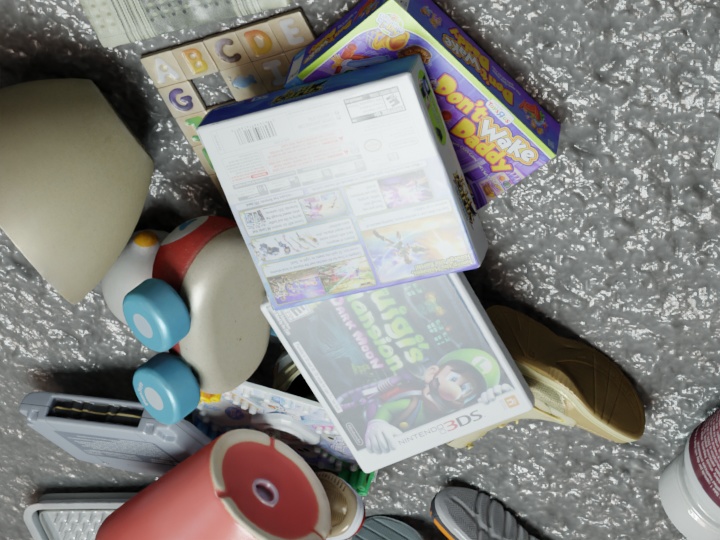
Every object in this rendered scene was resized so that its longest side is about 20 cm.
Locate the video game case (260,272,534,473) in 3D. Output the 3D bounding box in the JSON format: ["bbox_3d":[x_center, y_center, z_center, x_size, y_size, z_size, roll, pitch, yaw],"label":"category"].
[{"bbox_3d":[0.034,0.075,1.653,0.180,0.023,0.201,-23,112,21],"label":"video game case"}]

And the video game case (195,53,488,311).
[{"bbox_3d":[-0.014,-0.070,1.542,0.198,0.046,0.183,-12,114,22],"label":"video game case"}]

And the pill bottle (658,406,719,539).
[{"bbox_3d":[0.370,0.166,1.682,0.113,0.115,0.200,30,132,-11],"label":"pill bottle"}]

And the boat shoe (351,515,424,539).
[{"bbox_3d":[0.062,0.329,1.892,0.200,0.073,0.067,36,153,47],"label":"boat shoe"}]

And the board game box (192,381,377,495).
[{"bbox_3d":[-0.076,0.164,1.818,0.198,0.026,0.200,16,158,3],"label":"board game box"}]

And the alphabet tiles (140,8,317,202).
[{"bbox_3d":[-0.073,-0.144,1.614,0.198,0.008,0.168,-12,126,26],"label":"alphabet tiles"}]

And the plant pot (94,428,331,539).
[{"bbox_3d":[-0.134,0.262,1.775,0.199,0.201,0.178,34,123,-14],"label":"plant pot"}]

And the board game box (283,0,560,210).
[{"bbox_3d":[0.053,-0.139,1.548,0.200,0.045,0.134,40,126,-21],"label":"board game box"}]

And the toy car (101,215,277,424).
[{"bbox_3d":[-0.179,0.005,1.701,0.199,0.184,0.178,29,140,30],"label":"toy car"}]

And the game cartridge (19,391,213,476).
[{"bbox_3d":[-0.237,0.171,1.876,0.198,0.041,0.133,4,151,32],"label":"game cartridge"}]

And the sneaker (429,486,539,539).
[{"bbox_3d":[0.130,0.309,1.906,0.199,0.078,0.112,37,129,-17],"label":"sneaker"}]

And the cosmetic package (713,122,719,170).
[{"bbox_3d":[0.383,-0.125,1.424,0.198,0.113,0.082,12,133,9],"label":"cosmetic package"}]

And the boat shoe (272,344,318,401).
[{"bbox_3d":[0.003,0.084,1.751,0.199,0.069,0.075,-22,122,31],"label":"boat shoe"}]

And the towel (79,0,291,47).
[{"bbox_3d":[-0.169,-0.286,1.507,0.190,0.035,0.201,-10,125,20],"label":"towel"}]

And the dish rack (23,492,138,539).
[{"bbox_3d":[-0.262,0.304,2.044,0.198,0.044,0.173,-3,130,19],"label":"dish rack"}]

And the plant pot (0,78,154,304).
[{"bbox_3d":[-0.261,-0.090,1.616,0.134,0.200,0.201,-37,118,-1],"label":"plant pot"}]

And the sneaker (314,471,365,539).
[{"bbox_3d":[-0.030,0.262,1.884,0.112,0.072,0.199,36,160,-27],"label":"sneaker"}]

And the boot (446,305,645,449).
[{"bbox_3d":[0.155,0.127,1.742,0.199,0.073,0.155,29,137,-19],"label":"boot"}]
